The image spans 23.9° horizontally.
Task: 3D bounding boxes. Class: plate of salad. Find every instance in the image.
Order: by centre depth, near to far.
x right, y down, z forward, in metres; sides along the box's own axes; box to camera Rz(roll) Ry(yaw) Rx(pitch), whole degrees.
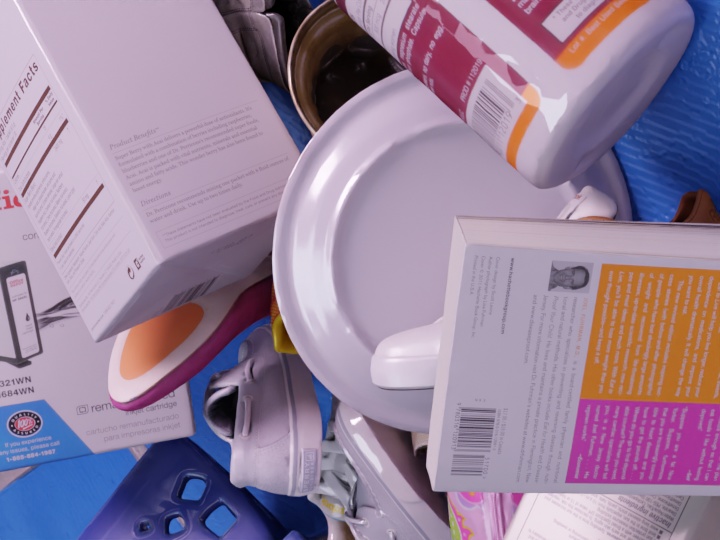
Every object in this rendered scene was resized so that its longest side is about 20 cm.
[{"bbox_3d":[0.049,-0.012,0.911,0.202,0.198,0.048,65,176,-15],"label":"plate of salad"}]

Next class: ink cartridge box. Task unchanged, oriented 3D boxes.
[{"bbox_3d":[-0.195,0.015,1.124,0.084,0.144,0.202,-120,21,-72],"label":"ink cartridge box"}]

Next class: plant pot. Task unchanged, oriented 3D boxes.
[{"bbox_3d":[-0.104,0.271,1.263,0.179,0.201,0.200,26,162,37],"label":"plant pot"}]

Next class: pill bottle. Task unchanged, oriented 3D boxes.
[{"bbox_3d":[0.055,-0.145,0.833,0.200,0.114,0.115,44,145,16],"label":"pill bottle"}]

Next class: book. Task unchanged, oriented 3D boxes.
[{"bbox_3d":[0.137,0.046,0.811,0.048,0.197,0.135,-104,18,-64],"label":"book"}]

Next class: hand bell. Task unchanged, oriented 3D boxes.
[{"bbox_3d":[-0.013,-0.076,1.023,0.104,0.104,0.200,51,158,5],"label":"hand bell"}]

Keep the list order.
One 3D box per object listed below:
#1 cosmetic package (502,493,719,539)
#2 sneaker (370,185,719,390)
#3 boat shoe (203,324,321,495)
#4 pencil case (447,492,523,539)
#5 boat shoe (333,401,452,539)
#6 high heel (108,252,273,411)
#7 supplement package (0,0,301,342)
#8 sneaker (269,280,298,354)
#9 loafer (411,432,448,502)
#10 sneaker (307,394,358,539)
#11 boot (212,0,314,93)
[{"bbox_3d":[0.139,0.151,0.915,0.103,0.073,0.202,27,93,37],"label":"cosmetic package"},{"bbox_3d":[0.094,0.006,0.868,0.073,0.198,0.086,176,79,-82],"label":"sneaker"},{"bbox_3d":[-0.071,0.092,1.144,0.200,0.068,0.073,-110,24,-62],"label":"boat shoe"},{"bbox_3d":[0.088,0.109,0.996,0.087,0.087,0.203,8,108,47],"label":"pencil case"},{"bbox_3d":[0.027,0.163,1.112,0.201,0.068,0.072,54,-165,-33],"label":"boat shoe"},{"bbox_3d":[-0.091,0.040,1.095,0.067,0.201,0.097,8,135,25],"label":"high heel"},{"bbox_3d":[-0.136,-0.085,0.995,0.201,0.120,0.120,60,146,9],"label":"supplement package"},{"bbox_3d":[0.000,0.000,1.007,0.200,0.072,0.078,130,142,-61],"label":"sneaker"},{"bbox_3d":[0.060,0.083,1.063,0.075,0.068,0.201,-17,105,55],"label":"loafer"},{"bbox_3d":[0.007,0.127,1.158,0.076,0.080,0.202,25,135,39],"label":"sneaker"},{"bbox_3d":[-0.077,-0.125,1.053,0.130,0.067,0.202,23,133,42],"label":"boot"}]
